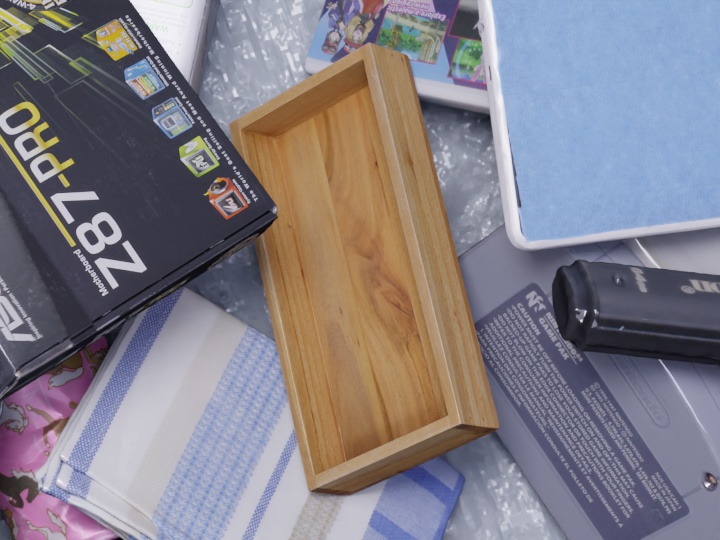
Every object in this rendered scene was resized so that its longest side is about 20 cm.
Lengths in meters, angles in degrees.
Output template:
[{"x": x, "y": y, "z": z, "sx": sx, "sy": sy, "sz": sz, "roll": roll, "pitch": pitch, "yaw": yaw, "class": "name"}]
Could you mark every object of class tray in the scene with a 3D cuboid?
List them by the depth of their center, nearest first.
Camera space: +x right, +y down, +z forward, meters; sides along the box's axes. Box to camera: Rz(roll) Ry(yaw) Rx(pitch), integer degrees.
[{"x": 0.000, "y": 0.000, "z": 1.197, "sx": 0.099, "sy": 0.037, "sz": 0.200, "roll": -27, "pitch": 67, "yaw": 34, "class": "tray"}]

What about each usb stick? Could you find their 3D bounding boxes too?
[{"x": 0.189, "y": 0.025, "z": 1.133, "sx": 0.199, "sy": 0.056, "sz": 0.033, "roll": 6, "pitch": 128, "yaw": -11, "class": "usb stick"}]

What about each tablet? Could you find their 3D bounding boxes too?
[{"x": 0.157, "y": -0.085, "z": 1.145, "sx": 0.200, "sy": 0.014, "sz": 0.130, "roll": -7, "pitch": 90, "yaw": -15, "class": "tablet"}]

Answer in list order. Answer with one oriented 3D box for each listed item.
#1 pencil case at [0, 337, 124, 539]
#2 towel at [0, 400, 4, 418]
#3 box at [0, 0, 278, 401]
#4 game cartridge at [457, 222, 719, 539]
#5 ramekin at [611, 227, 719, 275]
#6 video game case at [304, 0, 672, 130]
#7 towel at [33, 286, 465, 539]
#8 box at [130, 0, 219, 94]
[{"x": -0.163, "y": 0.052, "z": 1.215, "sx": 0.086, "sy": 0.083, "sz": 0.200, "roll": -24, "pitch": 86, "yaw": 25, "class": "pencil case"}, {"x": -0.244, "y": 0.113, "z": 1.154, "sx": 0.085, "sy": 0.200, "sz": 0.166, "roll": 19, "pitch": 82, "yaw": -36, "class": "towel"}, {"x": -0.157, "y": -0.063, "z": 1.115, "sx": 0.161, "sy": 0.049, "sz": 0.200, "roll": -33, "pitch": 87, "yaw": -31, "class": "box"}, {"x": 0.120, "y": 0.064, "z": 1.200, "sx": 0.041, "sy": 0.133, "sz": 0.200, "roll": -32, "pitch": 87, "yaw": -36, "class": "game cartridge"}, {"x": 0.197, "y": -0.049, "z": 1.223, "sx": 0.200, "sy": 0.105, "sz": 0.201, "roll": 0, "pitch": 84, "yaw": -2, "class": "ramekin"}, {"x": 0.080, "y": -0.167, "z": 1.218, "sx": 0.200, "sy": 0.023, "sz": 0.183, "roll": 14, "pitch": 83, "yaw": 35, "class": "video game case"}, {"x": -0.050, "y": 0.104, "z": 1.193, "sx": 0.200, "sy": 0.024, "sz": 0.147, "roll": 34, "pitch": 50, "yaw": -11, "class": "towel"}, {"x": -0.173, "y": -0.140, "z": 1.223, "sx": 0.199, "sy": 0.097, "sz": 0.177, "roll": 11, "pitch": 85, "yaw": -1, "class": "box"}]
